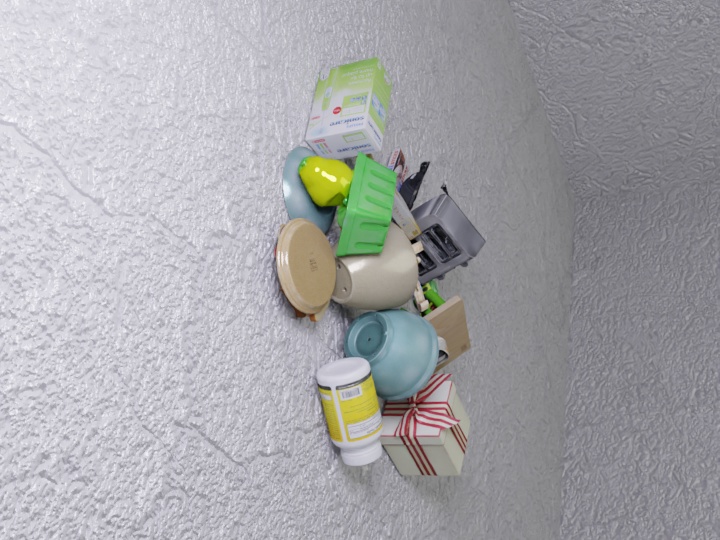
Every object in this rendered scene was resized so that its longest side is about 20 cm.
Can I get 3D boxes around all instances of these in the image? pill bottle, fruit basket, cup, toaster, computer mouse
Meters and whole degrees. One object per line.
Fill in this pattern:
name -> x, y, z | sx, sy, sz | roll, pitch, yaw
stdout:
pill bottle -> -0.017, 0.289, 1.564 | 0.112, 0.112, 0.201 | -35, 116, -60
fruit basket -> -0.035, -0.146, 1.532 | 0.216, 0.215, 0.156 | -64, 172, -47
cup -> 0.000, 0.000, 1.608 | 0.143, 0.200, 0.201 | -18, 102, -40
toaster -> 0.189, -0.083, 1.945 | 0.200, 0.181, 0.119 | 50, 38, -13
computer mouse -> 0.123, -0.197, 1.986 | 0.200, 0.046, 0.141 | -63, 175, -55

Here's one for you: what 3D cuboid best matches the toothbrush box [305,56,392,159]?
toothbrush box -> -0.023, -0.347, 1.654 | 0.086, 0.145, 0.201 | 47, 44, -50

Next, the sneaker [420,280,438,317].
sneaker -> 0.190, 0.075, 2.067 | 0.084, 0.074, 0.201 | -53, 130, -49

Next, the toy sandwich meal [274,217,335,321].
toy sandwich meal -> -0.116, -0.003, 1.488 | 0.205, 0.070, 0.206 | 22, 64, -55

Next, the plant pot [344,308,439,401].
plant pot -> 0.049, 0.166, 1.653 | 0.134, 0.200, 0.201 | 32, 56, -43

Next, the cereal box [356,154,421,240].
cereal box -> 0.067, -0.177, 1.791 | 0.200, 0.039, 0.144 | 49, 13, -50

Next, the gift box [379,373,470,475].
gift box -> 0.165, 0.363, 1.825 | 0.187, 0.199, 0.185 | 61, 29, -35

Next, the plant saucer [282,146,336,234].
plant saucer -> -0.092, -0.161, 1.594 | 0.201, 0.039, 0.202 | 26, 61, -60

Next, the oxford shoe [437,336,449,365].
oxford shoe -> 0.127, 0.226, 1.811 | 0.058, 0.200, 0.075 | 50, -18, 38

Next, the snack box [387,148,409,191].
snack box -> 0.084, -0.225, 1.976 | 0.200, 0.024, 0.072 | -71, 146, -40

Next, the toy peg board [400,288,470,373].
toy peg board -> 0.157, 0.157, 1.895 | 0.200, 0.098, 0.200 | -32, 138, -14

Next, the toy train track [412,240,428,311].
toy train track -> 0.123, 0.001, 1.788 | 0.114, 0.032, 0.201 | -27, 105, -29
